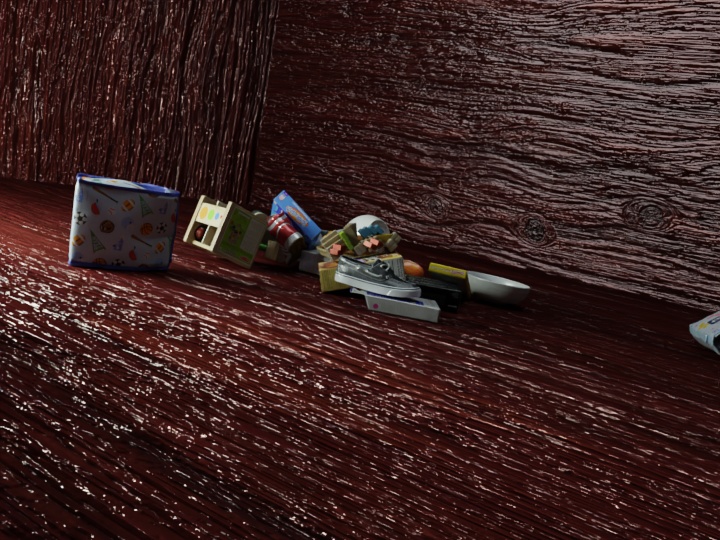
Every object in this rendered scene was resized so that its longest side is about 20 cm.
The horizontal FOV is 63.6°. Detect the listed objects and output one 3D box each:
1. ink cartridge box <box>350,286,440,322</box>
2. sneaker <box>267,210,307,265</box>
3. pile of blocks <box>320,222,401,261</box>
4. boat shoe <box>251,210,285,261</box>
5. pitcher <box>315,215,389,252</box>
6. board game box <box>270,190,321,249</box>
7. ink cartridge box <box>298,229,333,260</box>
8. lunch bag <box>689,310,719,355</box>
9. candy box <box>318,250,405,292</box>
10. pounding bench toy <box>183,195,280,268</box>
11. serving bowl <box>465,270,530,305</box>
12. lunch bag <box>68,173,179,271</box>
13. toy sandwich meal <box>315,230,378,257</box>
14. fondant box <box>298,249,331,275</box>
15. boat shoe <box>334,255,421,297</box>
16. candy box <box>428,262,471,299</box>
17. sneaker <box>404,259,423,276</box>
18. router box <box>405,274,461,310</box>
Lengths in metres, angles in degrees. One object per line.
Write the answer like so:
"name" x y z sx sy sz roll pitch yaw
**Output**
"ink cartridge box" 0.072 0.070 1.261 0.195 0.038 0.095 13 8 -1
"sneaker" -0.204 -0.089 1.569 0.113 0.071 0.200 48 -15 8
"pile of blocks" 0.005 -0.073 1.375 0.195 0.084 0.062 -10 7 -12
"boat shoe" -0.257 -0.103 1.615 0.063 0.073 0.202 55 -1 36
"pitcher" -0.025 -0.090 1.675 0.169 0.124 0.198 -5 -2 -38
"board game box" -0.189 -0.121 1.646 0.152 0.045 0.200 46 -19 3
"ink cartridge box" -0.108 -0.073 1.806 0.196 0.102 0.039 6 -24 -28
"lunch bag" 0.979 0.170 1.499 0.195 0.131 0.169 6 4 14
"candy box" 0.000 0.000 1.373 0.195 0.058 0.117 -8 9 -5
"pounding bench toy" -0.320 -0.086 1.479 0.154 0.127 0.199 16 -9 42
"serving bowl" 0.388 0.057 1.687 0.195 0.067 0.200 13 6 -1
"lunch bag" -0.472 -0.092 1.168 0.196 0.174 0.124 5 14 -28
"toy sandwich meal" -0.025 -0.065 1.518 0.200 0.072 0.205 10 6 -1
"fondant box" -0.050 -0.010 1.591 0.196 0.060 0.144 13 8 24
"boat shoe" 0.040 0.010 1.265 0.196 0.069 0.072 14 8 19
"candy box" 0.246 0.031 1.579 0.100 0.027 0.200 11 -15 17
"sneaker" 0.084 0.008 1.672 0.195 0.075 0.077 4 17 12
"router box" 0.150 0.048 1.458 0.195 0.052 0.149 10 7 5
